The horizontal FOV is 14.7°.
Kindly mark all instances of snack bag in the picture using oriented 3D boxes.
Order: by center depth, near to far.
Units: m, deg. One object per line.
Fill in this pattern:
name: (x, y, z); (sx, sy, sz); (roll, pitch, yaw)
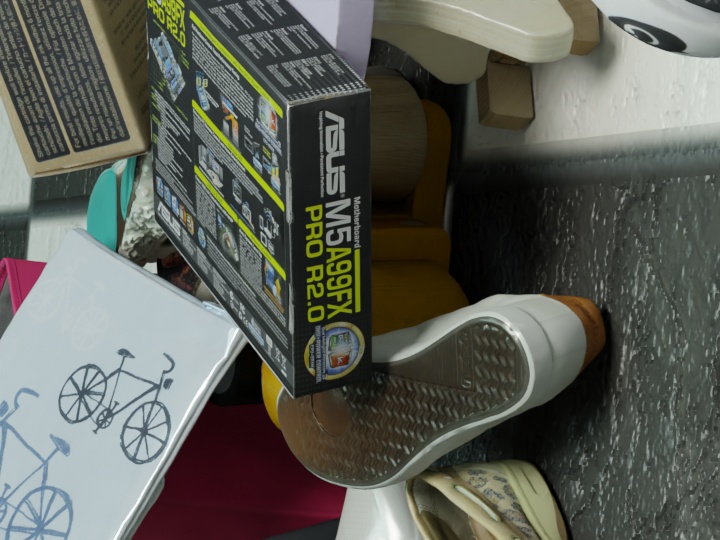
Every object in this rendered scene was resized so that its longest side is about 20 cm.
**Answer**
snack bag: (-0.159, 0.083, 1.542); (0.188, 0.021, 0.201); (26, 85, 48)

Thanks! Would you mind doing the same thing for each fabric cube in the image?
fabric cube: (-0.136, 0.131, 1.713); (0.201, 0.198, 0.197); (-105, 28, -44)

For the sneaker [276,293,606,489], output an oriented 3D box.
sneaker: (0.043, 0.058, 1.382); (0.200, 0.084, 0.073); (-18, 91, 47)

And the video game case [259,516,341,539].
video game case: (-0.079, 0.237, 1.553); (0.025, 0.199, 0.182); (29, 116, 35)

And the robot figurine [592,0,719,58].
robot figurine: (0.156, -0.173, 1.107); (0.200, 0.124, 0.151); (122, 160, -50)

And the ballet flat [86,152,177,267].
ballet flat: (-0.115, -0.035, 1.611); (0.200, 0.071, 0.072); (142, 131, -72)

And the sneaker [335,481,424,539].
sneaker: (-0.009, 0.199, 1.523); (0.070, 0.080, 0.201); (170, 106, -71)

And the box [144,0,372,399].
box: (-0.052, -0.055, 1.376); (0.200, 0.044, 0.161); (-132, 36, -53)

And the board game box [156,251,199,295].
board game box: (-0.062, -0.074, 1.689); (0.135, 0.035, 0.201); (-19, 59, 21)

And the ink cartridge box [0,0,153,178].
ink cartridge box: (-0.153, -0.165, 1.531); (0.200, 0.075, 0.165); (-70, -35, -65)

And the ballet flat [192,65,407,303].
ballet flat: (-0.033, -0.031, 1.603); (0.201, 0.067, 0.046); (-59, 7, -2)

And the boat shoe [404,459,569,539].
boat shoe: (0.074, 0.160, 1.329); (0.200, 0.062, 0.074); (-120, 40, -58)

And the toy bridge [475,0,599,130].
toy bridge: (0.103, -0.140, 1.383); (0.200, 0.027, 0.068); (133, 139, -59)

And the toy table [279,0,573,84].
toy table: (0.015, -0.157, 1.369); (0.200, 0.117, 0.184); (107, 145, -54)

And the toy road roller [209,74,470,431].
toy road roller: (0.000, 0.000, 1.504); (0.146, 0.122, 0.201); (23, 111, 56)
